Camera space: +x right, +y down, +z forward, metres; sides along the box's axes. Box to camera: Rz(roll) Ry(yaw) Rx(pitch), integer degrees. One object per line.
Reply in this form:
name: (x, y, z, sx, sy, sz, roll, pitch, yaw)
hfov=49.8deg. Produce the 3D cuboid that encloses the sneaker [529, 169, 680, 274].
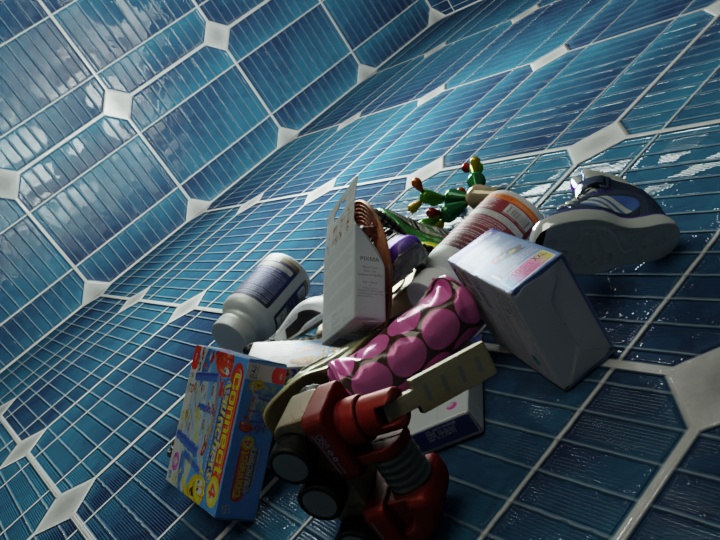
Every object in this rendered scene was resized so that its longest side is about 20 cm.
sneaker: (0.269, -0.067, 0.943, 0.200, 0.081, 0.147, -3, 34, -18)

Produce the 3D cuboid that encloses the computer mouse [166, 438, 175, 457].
computer mouse: (-0.233, 0.222, 1.268, 0.138, 0.053, 0.200, -27, 31, 23)

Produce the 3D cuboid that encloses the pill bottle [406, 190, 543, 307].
pill bottle: (0.162, -0.013, 1.075, 0.200, 0.110, 0.110, -43, 21, -23)

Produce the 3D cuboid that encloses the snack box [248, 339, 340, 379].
snack box: (-0.065, 0.127, 1.118, 0.200, 0.024, 0.072, -3, 26, 9)

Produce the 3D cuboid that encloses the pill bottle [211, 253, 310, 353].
pill bottle: (-0.188, 0.066, 1.457, 0.111, 0.111, 0.200, -16, 27, 43)

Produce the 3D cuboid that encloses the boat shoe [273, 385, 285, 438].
boat shoe: (-0.115, 0.204, 1.093, 0.200, 0.076, 0.074, -1, 65, 44)

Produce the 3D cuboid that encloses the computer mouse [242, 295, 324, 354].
computer mouse: (-0.102, 0.084, 1.235, 0.200, 0.044, 0.110, -34, -9, 36)

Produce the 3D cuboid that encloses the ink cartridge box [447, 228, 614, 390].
ink cartridge box: (0.183, 0.033, 0.891, 0.076, 0.137, 0.200, -36, 20, -8)

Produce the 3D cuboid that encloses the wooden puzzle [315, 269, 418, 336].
wooden puzzle: (0.025, 0.039, 1.284, 0.185, 0.046, 0.200, -26, 26, 24)

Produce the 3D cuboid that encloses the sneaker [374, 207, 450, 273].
sneaker: (0.093, -0.041, 1.230, 0.200, 0.078, 0.085, 34, 38, 30)

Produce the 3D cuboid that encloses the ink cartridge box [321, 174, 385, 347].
ink cartridge box: (-0.011, -0.007, 1.066, 0.160, 0.047, 0.200, 135, 140, -66)

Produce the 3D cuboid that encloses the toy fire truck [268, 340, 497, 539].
toy fire truck: (0.043, 0.167, 0.748, 0.200, 0.176, 0.129, -23, 22, 29)

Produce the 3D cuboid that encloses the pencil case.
pencil case: (0.049, 0.091, 0.935, 0.200, 0.091, 0.094, -36, 52, -13)

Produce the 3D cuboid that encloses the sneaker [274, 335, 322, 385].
sneaker: (-0.095, 0.138, 1.187, 0.200, 0.081, 0.076, -30, 18, 8)

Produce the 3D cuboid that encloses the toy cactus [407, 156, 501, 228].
toy cactus: (0.183, -0.141, 1.392, 0.200, 0.102, 0.165, -37, 27, -33)

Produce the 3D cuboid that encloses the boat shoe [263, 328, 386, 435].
boat shoe: (-0.038, 0.142, 0.988, 0.201, 0.073, 0.063, -37, 8, -19)

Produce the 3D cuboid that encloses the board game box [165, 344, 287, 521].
board game box: (-0.184, 0.209, 1.039, 0.196, 0.056, 0.200, 0, 77, 59)

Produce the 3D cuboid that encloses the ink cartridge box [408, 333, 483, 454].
ink cartridge box: (0.056, 0.157, 0.953, 0.196, 0.043, 0.200, -28, 22, 20)

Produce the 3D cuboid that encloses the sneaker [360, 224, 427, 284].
sneaker: (0.033, -0.030, 1.119, 0.070, 0.100, 0.200, -34, -6, -11)

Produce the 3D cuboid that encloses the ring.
ring: (0.000, 0.000, 1.106, 0.019, 0.201, 0.200, -7, 11, -20)
